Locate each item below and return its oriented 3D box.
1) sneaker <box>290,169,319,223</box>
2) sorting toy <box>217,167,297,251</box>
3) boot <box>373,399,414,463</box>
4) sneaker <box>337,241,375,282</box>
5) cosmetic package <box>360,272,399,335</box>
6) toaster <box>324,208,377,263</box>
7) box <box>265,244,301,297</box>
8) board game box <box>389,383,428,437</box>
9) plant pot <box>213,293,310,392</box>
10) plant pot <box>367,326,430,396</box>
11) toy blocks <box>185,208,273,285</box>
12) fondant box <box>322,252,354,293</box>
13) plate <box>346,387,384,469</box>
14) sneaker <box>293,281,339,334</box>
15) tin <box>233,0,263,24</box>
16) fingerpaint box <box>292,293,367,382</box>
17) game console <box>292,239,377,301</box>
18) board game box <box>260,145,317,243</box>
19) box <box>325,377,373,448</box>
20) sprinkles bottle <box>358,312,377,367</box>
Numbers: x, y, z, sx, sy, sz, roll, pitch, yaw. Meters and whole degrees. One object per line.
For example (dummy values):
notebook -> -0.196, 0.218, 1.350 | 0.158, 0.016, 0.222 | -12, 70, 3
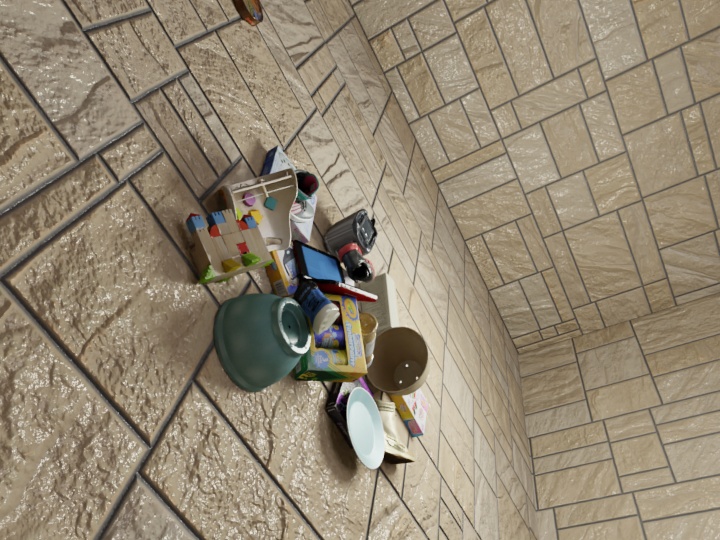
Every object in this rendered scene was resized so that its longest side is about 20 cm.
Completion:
sneaker -> -0.148, -0.193, 1.450 | 0.199, 0.119, 0.085 | 26, 49, -58
sorting toy -> -0.232, -0.121, 1.315 | 0.198, 0.105, 0.184 | -25, 104, -44
boot -> 0.090, 0.459, 1.611 | 0.199, 0.072, 0.158 | 36, 42, -45
sneaker -> 0.000, 0.000, 1.648 | 0.099, 0.070, 0.201 | 63, 7, 32
cosmetic package -> 0.061, 0.120, 1.803 | 0.073, 0.102, 0.203 | 43, 34, -46
toaster -> -0.029, -0.107, 1.754 | 0.115, 0.127, 0.201 | 60, 24, -20
box -> -0.170, -0.002, 1.451 | 0.199, 0.041, 0.121 | -20, 89, -66
board game box -> 0.155, 0.412, 1.847 | 0.202, 0.040, 0.154 | 61, 23, -19
plant pot -> -0.186, 0.132, 1.172 | 0.201, 0.132, 0.203 | 49, 29, -39
plant pot -> 0.125, 0.290, 1.700 | 0.135, 0.196, 0.204 | 55, 24, -51
toy blocks -> -0.276, -0.060, 1.173 | 0.198, 0.099, 0.139 | -20, 83, -49
fondant box -> -0.075, 0.073, 1.584 | 0.144, 0.057, 0.203 | 47, 30, -42
plate -> 0.007, 0.400, 1.443 | 0.201, 0.025, 0.203 | 50, 29, -42
sneaker -> -0.106, 0.077, 1.258 | 0.111, 0.077, 0.200 | 41, -1, 4
tin -> -0.358, -0.854, 1.762 | 0.112, 0.041, 0.204 | 22, 51, -66
fingerpaint box -> -0.081, 0.161, 1.382 | 0.164, 0.073, 0.204 | 10, 58, -31
game console -> -0.063, 0.002, 1.471 | 0.199, 0.170, 0.122 | 22, 75, -51
board game box -> -0.198, -0.205, 1.557 | 0.200, 0.043, 0.202 | 52, 28, -34
box -> -0.025, 0.342, 1.494 | 0.145, 0.036, 0.201 | 61, 22, -21
sprinkles bottle -> 0.007, 0.193, 1.530 | 0.202, 0.067, 0.069 | 96, -8, -53
